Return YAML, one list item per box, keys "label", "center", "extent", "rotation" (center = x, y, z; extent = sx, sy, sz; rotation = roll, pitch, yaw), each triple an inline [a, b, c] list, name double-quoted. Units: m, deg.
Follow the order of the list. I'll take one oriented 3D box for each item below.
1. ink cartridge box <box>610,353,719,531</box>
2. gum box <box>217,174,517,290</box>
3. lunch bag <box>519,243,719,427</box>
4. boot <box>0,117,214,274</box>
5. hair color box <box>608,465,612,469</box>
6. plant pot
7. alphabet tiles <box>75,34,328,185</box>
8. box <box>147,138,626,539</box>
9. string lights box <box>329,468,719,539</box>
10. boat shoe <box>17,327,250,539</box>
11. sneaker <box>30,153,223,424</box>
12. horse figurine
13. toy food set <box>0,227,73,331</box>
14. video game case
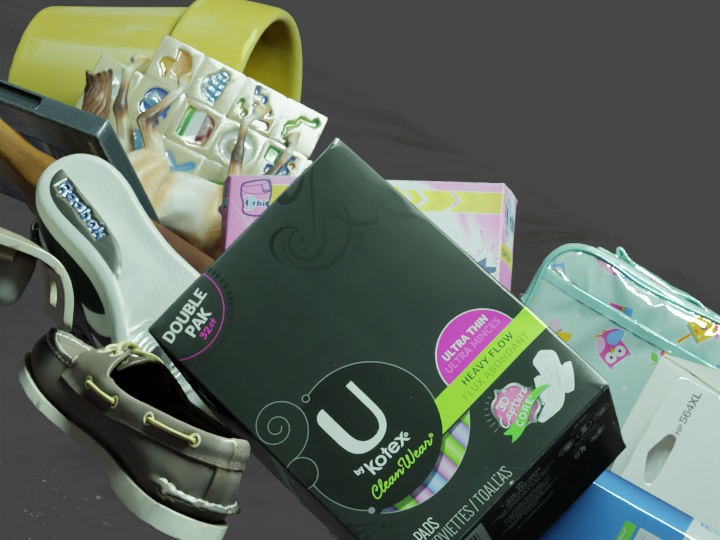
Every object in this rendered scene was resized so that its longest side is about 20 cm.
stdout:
- label: "ink cartridge box"
  center: [0.267, 0.154, 1.795]
  extent: [0.200, 0.129, 0.125]
  rotation: [16, 15, -49]
- label: "gum box"
  center: [0.000, 0.000, 1.681]
  extent: [0.199, 0.114, 0.066]
  rotation: [2, -8, 11]
- label: "lunch bag"
  center: [0.200, 0.073, 1.944]
  extent: [0.199, 0.161, 0.077]
  rotation: [29, 9, 5]
- label: "boot"
  center: [-0.176, -0.047, 1.587]
  extent: [0.200, 0.068, 0.188]
  rotation: [48, -3, -30]
- label: "hair color box"
  center: [0.072, 0.098, 1.744]
  extent: [0.199, 0.065, 0.109]
  rotation: [32, 9, 18]
- label: "plant pot"
  center: [-0.163, -0.119, 1.923]
  extent: [0.188, 0.202, 0.201]
  rotation: [13, 6, 12]
- label: "alphabet tiles"
  center: [-0.118, -0.066, 1.795]
  extent: [0.199, 0.167, 0.006]
  rotation: [27, -10, -5]
- label: "box"
  center: [0.016, 0.062, 1.316]
  extent: [0.200, 0.149, 0.124]
  rotation: [43, -7, 21]
- label: "string lights box"
  center: [0.095, 0.148, 1.399]
  extent: [0.199, 0.103, 0.059]
  rotation: [30, 10, 10]
- label: "boat shoe"
  center: [-0.118, 0.074, 1.325]
  extent: [0.072, 0.060, 0.200]
  rotation: [20, 12, -36]
- label: "sneaker"
  center: [-0.129, 0.036, 1.481]
  extent: [0.201, 0.073, 0.112]
  rotation: [59, -22, 21]
- label: "horse figurine"
  center: [-0.123, -0.067, 1.754]
  extent: [0.199, 0.133, 0.050]
  rotation: [26, -10, -24]
- label: "toy food set"
  center: [-0.256, -0.011, 1.386]
  extent: [0.199, 0.061, 0.143]
  rotation: [20, -1, -11]
- label: "video game case"
  center: [-0.232, -0.085, 1.709]
  extent: [0.199, 0.019, 0.143]
  rotation: [21, -25, 26]
